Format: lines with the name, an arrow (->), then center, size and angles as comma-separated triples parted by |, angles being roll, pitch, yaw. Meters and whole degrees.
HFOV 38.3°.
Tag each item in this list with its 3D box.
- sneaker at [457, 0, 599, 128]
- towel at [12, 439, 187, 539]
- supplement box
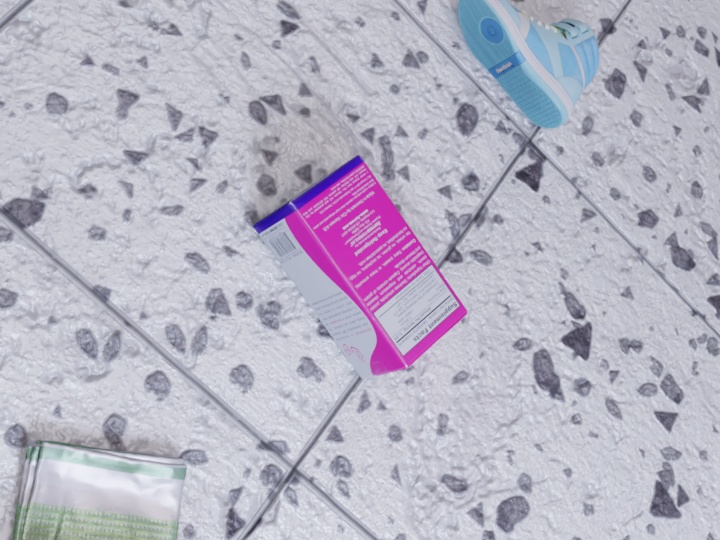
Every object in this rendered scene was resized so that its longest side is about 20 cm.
sneaker -> 0.208, -0.283, 1.245 | 0.131, 0.079, 0.200 | -48, 111, -25
towel -> -0.237, 0.259, 0.924 | 0.149, 0.031, 0.200 | 12, 74, -23
supplement box -> 0.000, 0.000, 1.061 | 0.103, 0.101, 0.200 | -37, 97, -29
